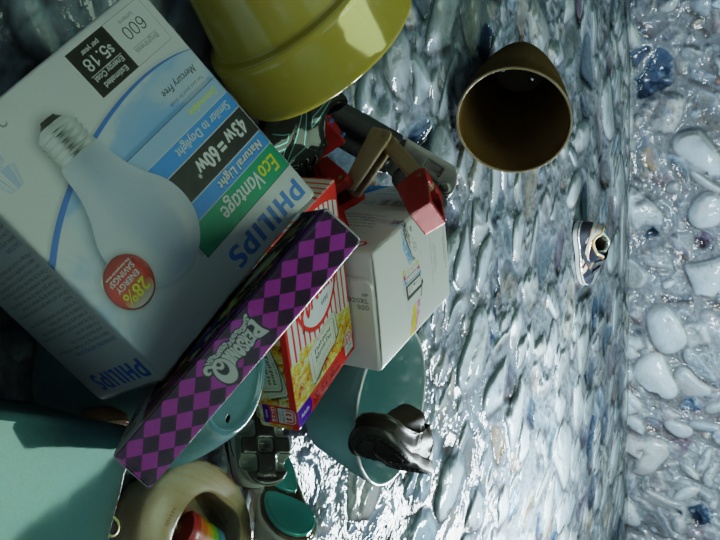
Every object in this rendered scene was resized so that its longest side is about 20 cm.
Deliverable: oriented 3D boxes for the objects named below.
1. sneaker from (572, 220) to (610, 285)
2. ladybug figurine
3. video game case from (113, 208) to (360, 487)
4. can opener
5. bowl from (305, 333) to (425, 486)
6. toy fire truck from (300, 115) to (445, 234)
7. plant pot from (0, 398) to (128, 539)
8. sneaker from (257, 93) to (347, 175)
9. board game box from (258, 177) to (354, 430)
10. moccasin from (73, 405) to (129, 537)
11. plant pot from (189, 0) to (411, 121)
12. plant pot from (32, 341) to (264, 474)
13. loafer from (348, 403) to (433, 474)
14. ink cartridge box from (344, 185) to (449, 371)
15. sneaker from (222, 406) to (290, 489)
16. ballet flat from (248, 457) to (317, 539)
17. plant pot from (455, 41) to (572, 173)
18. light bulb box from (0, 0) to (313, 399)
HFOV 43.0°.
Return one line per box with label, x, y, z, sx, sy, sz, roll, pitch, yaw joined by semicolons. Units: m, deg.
sneaker;0.573;-0.036;2.252;0.079;0.078;0.201;-63;148;-35
ladybug figurine;-0.172;0.256;0.883;0.137;0.071;0.201;-66;147;-30
video game case;-0.086;0.042;0.640;0.200;0.036;0.181;-49;-172;-3
can opener;0.024;-0.138;1.054;0.053;0.199;0.066;-61;172;31
bowl;-0.002;0.161;1.156;0.200;0.104;0.204;-19;112;-59
toy fire truck;-0.003;-0.108;0.979;0.049;0.140;0.202;43;23;-55
plant pot;-0.282;0.147;0.589;0.199;0.140;0.143;25;73;-50
sneaker;-0.079;-0.121;0.940;0.079;0.075;0.202;28;78;-15
board game box;-0.062;0.030;0.907;0.152;0.046;0.202;-54;143;-54
moccasin;-0.227;0.201;0.704;0.073;0.077;0.203;27;90;-53
plant pot;-0.082;-0.276;0.846;0.189;0.199;0.202;49;51;-34
plant pot;-0.163;0.087;0.801;0.200;0.133;0.203;-22;115;-60
loafer;0.039;0.188;1.066;0.200;0.072;0.072;50;47;-64
ink cartridge box;0.000;0.000;1.083;0.200;0.145;0.147;-41;130;-52
sneaker;-0.121;0.131;0.972;0.073;0.088;0.203;14;65;-29
ballet flat;-0.089;0.256;0.964;0.200;0.068;0.070;-129;-144;-71
plant pot;0.263;-0.296;1.522;0.201;0.184;0.188;-71;152;-50
light bulb box;-0.176;-0.051;0.660;0.200;0.124;0.199;48;55;-17
